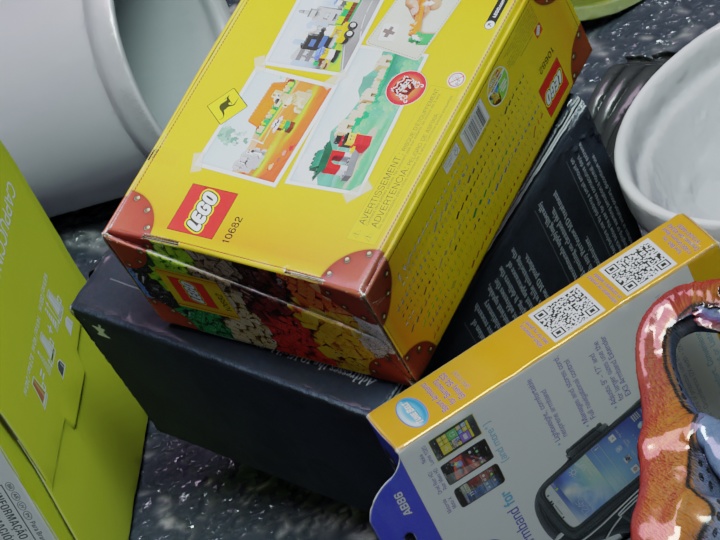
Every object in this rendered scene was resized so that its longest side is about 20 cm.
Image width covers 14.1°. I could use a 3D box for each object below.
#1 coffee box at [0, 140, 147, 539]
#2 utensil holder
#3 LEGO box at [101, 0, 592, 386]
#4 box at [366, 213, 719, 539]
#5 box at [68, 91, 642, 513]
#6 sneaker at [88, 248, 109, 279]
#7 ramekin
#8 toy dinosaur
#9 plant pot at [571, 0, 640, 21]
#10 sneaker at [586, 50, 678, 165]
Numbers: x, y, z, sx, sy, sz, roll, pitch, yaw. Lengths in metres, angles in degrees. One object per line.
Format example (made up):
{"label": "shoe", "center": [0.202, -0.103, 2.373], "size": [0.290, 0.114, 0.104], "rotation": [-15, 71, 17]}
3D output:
{"label": "coffee box", "center": [-0.244, 0.078, 1.519], "size": [0.197, 0.200, 0.200], "rotation": [-18, 33, 15]}
{"label": "utensil holder", "center": [-0.196, -0.115, 1.795], "size": [0.199, 0.170, 0.170], "rotation": [-16, 33, 22]}
{"label": "LEGO box", "center": [-0.004, -0.061, 1.368], "size": [0.149, 0.077, 0.200], "rotation": [14, 63, 32]}
{"label": "box", "center": [0.094, 0.075, 1.341], "size": [0.200, 0.119, 0.041], "rotation": [-31, 34, -6]}
{"label": "box", "center": [0.000, 0.000, 1.451], "size": [0.200, 0.124, 0.197], "rotation": [19, 63, 34]}
{"label": "sneaker", "center": [-0.067, 0.010, 1.606], "size": [0.199, 0.077, 0.111], "rotation": [16, 59, 38]}
{"label": "ramekin", "center": [0.234, -0.046, 1.424], "size": [0.200, 0.105, 0.200], "rotation": [-20, 32, 13]}
{"label": "toy dinosaur", "center": [0.148, 0.089, 1.241], "size": [0.105, 0.182, 0.200], "rotation": [-30, -18, 31]}
{"label": "plant pot", "center": [0.087, -0.256, 1.792], "size": [0.200, 0.200, 0.190], "rotation": [-38, 20, -16]}
{"label": "sneaker", "center": [0.198, -0.110, 1.574], "size": [0.200, 0.071, 0.099], "rotation": [-43, 39, -16]}
